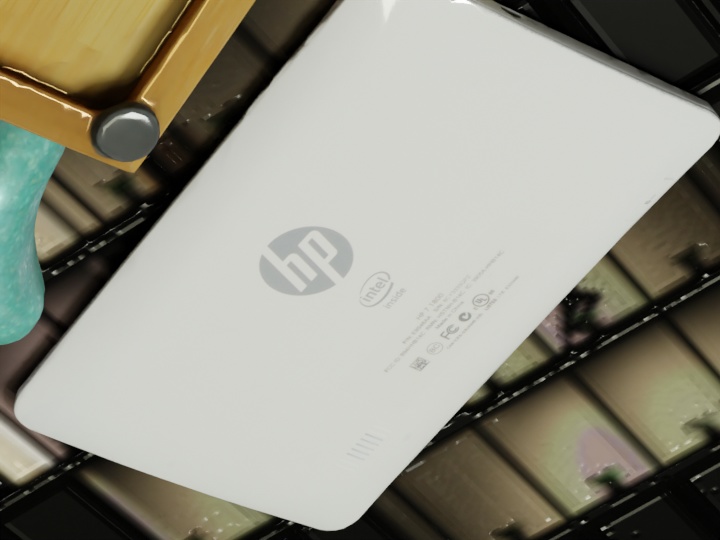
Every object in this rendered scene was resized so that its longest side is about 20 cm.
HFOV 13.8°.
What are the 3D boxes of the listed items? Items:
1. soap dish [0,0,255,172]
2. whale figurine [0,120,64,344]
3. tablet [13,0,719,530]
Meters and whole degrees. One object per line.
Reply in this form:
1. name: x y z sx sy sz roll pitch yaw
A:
1. soap dish: -0.068 -0.124 0.676 0.157 0.081 0.200 23 114 -32
2. whale figurine: -0.169 -0.004 0.739 0.200 0.104 0.159 1 121 -20
3. tablet: 0.000 0.000 0.882 0.130 0.014 0.200 22 124 -30
